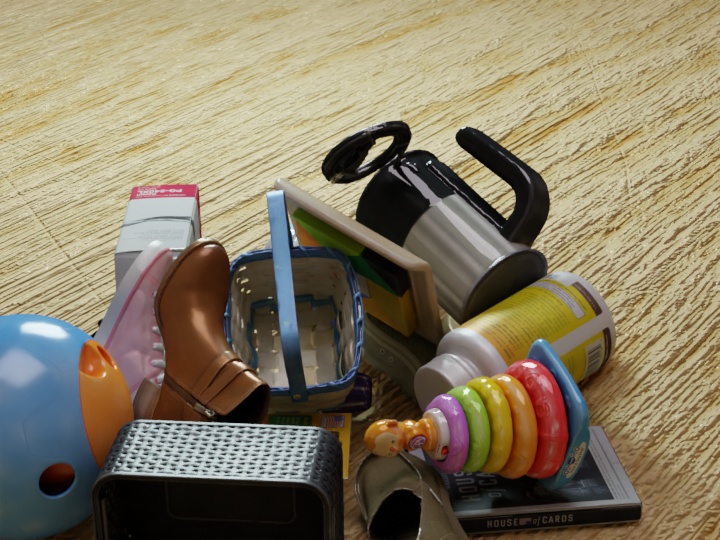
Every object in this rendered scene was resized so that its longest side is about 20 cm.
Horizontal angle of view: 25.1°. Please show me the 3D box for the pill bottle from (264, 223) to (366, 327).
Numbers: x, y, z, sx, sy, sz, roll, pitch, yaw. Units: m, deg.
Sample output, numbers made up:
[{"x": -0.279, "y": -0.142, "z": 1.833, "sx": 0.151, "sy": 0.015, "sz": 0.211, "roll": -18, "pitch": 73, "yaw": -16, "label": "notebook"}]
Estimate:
[{"x": -0.018, "y": 0.010, "z": 1.842, "sx": 0.199, "sy": 0.113, "sz": 0.112, "roll": 22, "pitch": 32, "yaw": 40, "label": "pill bottle"}]

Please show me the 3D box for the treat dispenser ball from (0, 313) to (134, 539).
[{"x": -0.302, "y": 0.139, "z": 1.448, "sx": 0.199, "sy": 0.202, "sz": 0.201, "roll": -1, "pitch": 24, "yaw": 0, "label": "treat dispenser ball"}]

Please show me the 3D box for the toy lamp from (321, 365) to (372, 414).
[{"x": -0.088, "y": 0.122, "z": 1.661, "sx": 0.198, "sy": 0.059, "sz": 0.058, "roll": 3, "pitch": 24, "yaw": 6, "label": "toy lamp"}]

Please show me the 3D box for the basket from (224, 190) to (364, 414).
[{"x": -0.066, "y": 0.041, "z": 1.555, "sx": 0.138, "sy": 0.200, "sz": 0.178, "roll": -7, "pitch": 63, "yaw": 3, "label": "basket"}]

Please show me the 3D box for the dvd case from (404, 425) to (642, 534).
[{"x": 0.149, "y": 0.197, "z": 1.528, "sx": 0.198, "sy": 0.025, "sz": 0.150, "roll": -3, "pitch": 24, "yaw": -6, "label": "dvd case"}]

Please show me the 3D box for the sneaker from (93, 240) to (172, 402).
[{"x": -0.213, "y": 0.077, "z": 1.618, "sx": 0.104, "sy": 0.201, "sz": 0.075, "roll": 26, "pitch": -9, "yaw": 4, "label": "sneaker"}]

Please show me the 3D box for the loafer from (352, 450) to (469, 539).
[{"x": 0.039, "y": 0.210, "z": 1.416, "sx": 0.067, "sy": 0.076, "sz": 0.200, "roll": 36, "pitch": 5, "yaw": -31, "label": "loafer"}]

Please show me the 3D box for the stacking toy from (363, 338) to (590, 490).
[{"x": 0.095, "y": 0.140, "z": 1.441, "sx": 0.199, "sy": 0.117, "sz": 0.110, "roll": -4, "pitch": 44, "yaw": -25, "label": "stacking toy"}]

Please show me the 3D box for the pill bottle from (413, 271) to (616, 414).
[{"x": 0.151, "y": 0.087, "z": 1.603, "sx": 0.199, "sy": 0.110, "sz": 0.109, "roll": -28, "pitch": 34, "yaw": -30, "label": "pill bottle"}]

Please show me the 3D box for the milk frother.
[{"x": 0.072, "y": -0.048, "z": 1.654, "sx": 0.199, "sy": 0.181, "sz": 0.188, "roll": -9, "pitch": 41, "yaw": -41, "label": "milk frother"}]

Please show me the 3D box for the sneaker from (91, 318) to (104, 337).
[{"x": -0.264, "y": 0.086, "z": 1.684, "sx": 0.199, "sy": 0.080, "sz": 0.074, "roll": -25, "pitch": 11, "yaw": -19, "label": "sneaker"}]

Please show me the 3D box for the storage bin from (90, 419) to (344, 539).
[{"x": -0.117, "y": 0.209, "z": 1.365, "sx": 0.198, "sy": 0.136, "sz": 0.094, "roll": 1, "pitch": 24, "yaw": 5, "label": "storage bin"}]

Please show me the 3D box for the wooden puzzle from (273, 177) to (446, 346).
[{"x": 0.000, "y": 0.000, "z": 1.641, "sx": 0.184, "sy": 0.200, "sz": 0.037, "roll": 31, "pitch": 74, "yaw": 23, "label": "wooden puzzle"}]

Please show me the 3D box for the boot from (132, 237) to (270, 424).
[{"x": -0.135, "y": 0.079, "z": 1.475, "sx": 0.076, "sy": 0.201, "sz": 0.155, "roll": 25, "pitch": -3, "yaw": -37, "label": "boot"}]

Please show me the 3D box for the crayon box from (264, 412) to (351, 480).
[{"x": -0.108, "y": 0.185, "z": 1.526, "sx": 0.198, "sy": 0.052, "sz": 0.126, "roll": -1, "pitch": 24, "yaw": 2, "label": "crayon box"}]

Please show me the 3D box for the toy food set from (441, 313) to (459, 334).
[{"x": 0.173, "y": 0.077, "z": 1.767, "sx": 0.199, "sy": 0.049, "sz": 0.198, "roll": 15, "pitch": 28, "yaw": 30, "label": "toy food set"}]

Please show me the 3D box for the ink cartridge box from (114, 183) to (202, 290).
[{"x": -0.223, "y": 0.006, "z": 1.814, "sx": 0.083, "sy": 0.146, "sz": 0.200, "roll": 0, "pitch": 24, "yaw": -1, "label": "ink cartridge box"}]

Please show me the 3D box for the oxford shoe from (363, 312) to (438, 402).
[{"x": 0.070, "y": 0.112, "z": 1.689, "sx": 0.075, "sy": 0.058, "sz": 0.200, "roll": -14, "pitch": 41, "yaw": -42, "label": "oxford shoe"}]
